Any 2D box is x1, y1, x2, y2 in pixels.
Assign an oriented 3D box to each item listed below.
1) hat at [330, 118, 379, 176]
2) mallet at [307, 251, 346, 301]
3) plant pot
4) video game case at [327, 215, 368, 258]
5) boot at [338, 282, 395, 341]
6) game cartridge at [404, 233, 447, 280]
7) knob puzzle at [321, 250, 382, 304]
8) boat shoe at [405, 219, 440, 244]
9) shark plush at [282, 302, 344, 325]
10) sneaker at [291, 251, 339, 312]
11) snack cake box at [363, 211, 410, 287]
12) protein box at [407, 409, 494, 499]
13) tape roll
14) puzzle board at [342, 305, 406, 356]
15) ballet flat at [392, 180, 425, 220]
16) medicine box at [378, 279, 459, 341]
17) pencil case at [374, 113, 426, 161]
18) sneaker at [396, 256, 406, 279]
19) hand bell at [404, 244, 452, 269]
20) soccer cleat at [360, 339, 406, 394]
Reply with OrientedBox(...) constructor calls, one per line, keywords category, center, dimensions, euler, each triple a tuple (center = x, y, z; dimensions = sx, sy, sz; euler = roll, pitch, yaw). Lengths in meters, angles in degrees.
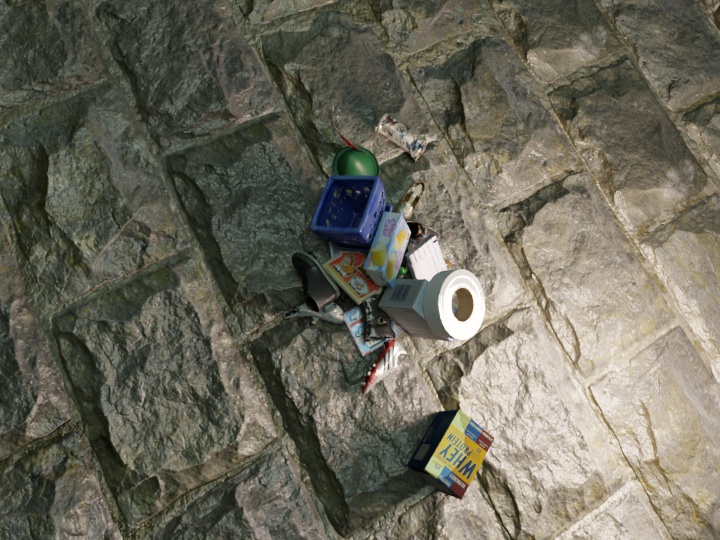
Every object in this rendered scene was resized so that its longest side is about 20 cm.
OrientedBox(category="hat", center=(-0.015, -0.391, 1.778), dimensions=(0.193, 0.176, 0.171), euler=(3, 74, -9))
OrientedBox(category="mallet", center=(-0.115, 0.019, 1.724), dimensions=(0.198, 0.041, 0.067), euler=(38, 77, -2))
OrientedBox(category="plant pot", center=(-0.016, -0.170, 1.672), dimensions=(0.195, 0.180, 0.205), euler=(7, 68, 31))
OrientedBox(category="video game case", center=(-0.021, -0.101, 1.779), dimensions=(0.176, 0.023, 0.206), euler=(-7, 76, -12))
OrientedBox(category="boot", center=(0.018, 0.137, 1.676), dimensions=(0.193, 0.069, 0.180), euler=(4, 71, -10))
OrientedBox(category="game cartridge", center=(0.226, -0.003, 1.734), dimensions=(0.128, 0.038, 0.203), euler=(-33, 120, -15))
OrientedBox(category="knob puzzle", center=(0.000, 0.000, 1.683), dimensions=(0.213, 0.031, 0.224), euler=(14, 45, -14))
OrientedBox(category="boat shoe", center=(0.192, -0.127, 1.784), dimensions=(0.194, 0.072, 0.075), euler=(10, 87, -17))
OrientedBox(category="shark plush", center=(-0.148, 0.142, 1.666), dimensions=(0.194, 0.091, 0.086), euler=(-10, 114, -19))
OrientedBox(category="sneaker", center=(-0.162, 0.031, 1.627), dimensions=(0.200, 0.075, 0.106), euler=(44, 45, 10))
OrientedBox(category="snack cake box", center=(0.087, -0.065, 1.634), dimensions=(0.066, 0.115, 0.205), euler=(9, 68, 29))
OrientedBox(category="protein box", center=(0.264, 0.540, 1.556), dimensions=(0.134, 0.200, 0.200), euler=(36, 72, 2))
OrientedBox(category="tape roll", center=(0.278, 0.100, 1.547), dimensions=(0.198, 0.070, 0.210), euler=(2, 87, -36))
OrientedBox(category="puzzle board", center=(0.056, 0.166, 1.721), dimensions=(0.196, 0.017, 0.153), euler=(-27, 80, -15))
OrientedBox(category="ballet flat", center=(0.168, -0.238, 1.828), dimensions=(0.069, 0.065, 0.203), euler=(30, 72, -2))
OrientedBox(category="medicine box", center=(0.188, 0.124, 1.634), dimensions=(0.199, 0.180, 0.105), euler=(39, 69, -27))
OrientedBox(category="pencil case", center=(0.145, -0.483, 1.885), dimensions=(0.197, 0.078, 0.090), euler=(33, 52, 0))
OrientedBox(category="sneaker", center=(0.108, -0.058, 1.738), dimensions=(0.077, 0.084, 0.205), euler=(15, 51, -49))
OrientedBox(category="hand bell", center=(0.227, -0.031, 1.784), dimensions=(0.194, 0.104, 0.108), euler=(6, 73, -22))
OrientedBox(category="soccer cleat", center=(0.073, 0.315, 1.658), dimensions=(0.084, 0.069, 0.202), euler=(35, 70, -3))
